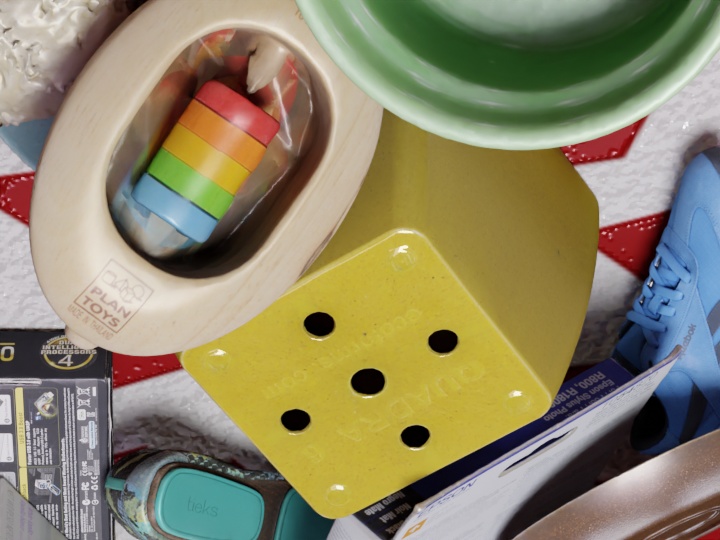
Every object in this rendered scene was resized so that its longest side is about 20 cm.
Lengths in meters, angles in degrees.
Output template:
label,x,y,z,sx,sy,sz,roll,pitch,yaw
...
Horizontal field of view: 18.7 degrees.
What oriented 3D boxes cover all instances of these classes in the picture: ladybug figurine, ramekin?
label,x,y,z,sx,sy,sz,roll,pitch,yaw
ladybug figurine,-0.073,-0.052,0.979,0.136,0.072,0.200,39,89,-19
ramekin,0.070,-0.158,0.905,0.199,0.098,0.201,3,107,11

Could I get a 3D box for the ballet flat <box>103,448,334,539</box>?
label,x,y,z,sx,sy,sz,roll,pitch,yaw
ballet flat,-0.069,0.145,1.266,0.074,0.074,0.200,-37,137,23

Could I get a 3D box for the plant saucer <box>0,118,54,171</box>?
label,x,y,z,sx,sy,sz,roll,pitch,yaw
plant saucer,-0.099,-0.129,1.047,0.200,0.039,0.202,3,102,14

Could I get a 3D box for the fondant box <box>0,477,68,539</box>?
label,x,y,z,sx,sy,sz,roll,pitch,yaw
fondant box,-0.163,0.232,1.222,0.058,0.145,0.200,-28,125,14

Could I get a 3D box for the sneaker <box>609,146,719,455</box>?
label,x,y,z,sx,sy,sz,roll,pitch,yaw
sneaker,0.176,0.026,1.185,0.078,0.066,0.201,-12,129,-7

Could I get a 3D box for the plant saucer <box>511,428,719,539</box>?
label,x,y,z,sx,sy,sz,roll,pitch,yaw
plant saucer,0.170,0.132,1.213,0.200,0.032,0.200,-23,163,-7

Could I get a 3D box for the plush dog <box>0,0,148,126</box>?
label,x,y,z,sx,sy,sz,roll,pitch,yaw
plush dog,-0.167,-0.145,0.978,0.199,0.161,0.172,-25,117,18

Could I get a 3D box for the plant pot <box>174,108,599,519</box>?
label,x,y,z,sx,sy,sz,roll,pitch,yaw
plant pot,0.000,0.000,1.094,0.200,0.177,0.200,-29,122,17

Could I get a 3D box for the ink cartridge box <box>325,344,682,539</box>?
label,x,y,z,sx,sy,sz,roll,pitch,yaw
ink cartridge box,0.062,0.122,1.174,0.199,0.041,0.200,-26,156,-33

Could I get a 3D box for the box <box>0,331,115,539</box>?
label,x,y,z,sx,sy,sz,roll,pitch,yaw
box,-0.221,0.125,1.256,0.160,0.049,0.201,-1,127,-5
